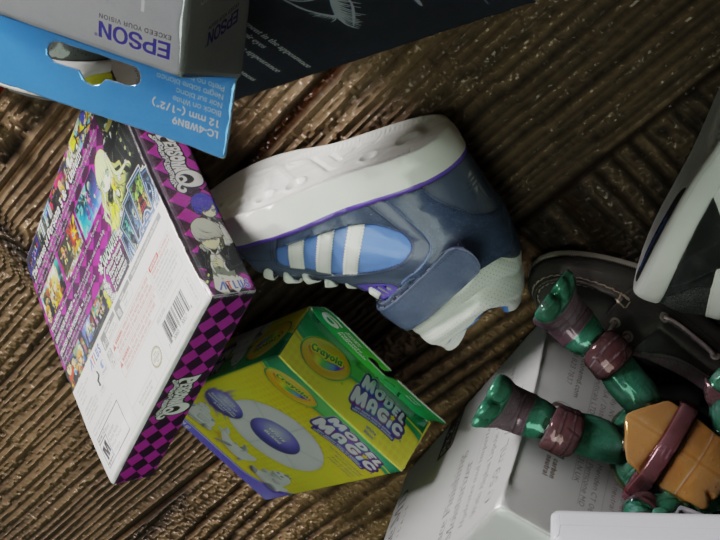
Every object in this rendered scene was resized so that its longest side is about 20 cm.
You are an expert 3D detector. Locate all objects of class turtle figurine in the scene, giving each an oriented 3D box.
[{"bbox_3d":[0.168,0.095,0.769,0.199,0.150,0.101,31,152,10],"label":"turtle figurine"}]

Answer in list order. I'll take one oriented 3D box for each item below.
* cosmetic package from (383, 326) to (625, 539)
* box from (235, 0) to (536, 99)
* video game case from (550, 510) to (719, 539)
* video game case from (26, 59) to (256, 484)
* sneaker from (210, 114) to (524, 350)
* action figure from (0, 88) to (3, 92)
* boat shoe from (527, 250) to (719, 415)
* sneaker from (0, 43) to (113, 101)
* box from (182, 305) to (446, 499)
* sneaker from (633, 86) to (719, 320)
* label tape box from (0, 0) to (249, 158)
[{"bbox_3d":[0.121,0.175,0.895,0.164,0.165,0.200,31,132,-6],"label":"cosmetic package"},{"bbox_3d":[-0.033,-0.174,0.666,0.198,0.105,0.148,-13,156,30],"label":"box"},{"bbox_3d":[0.200,0.179,0.725,0.198,0.022,0.183,-1,139,10],"label":"video game case"},{"bbox_3d":[-0.143,0.002,0.873,0.182,0.036,0.201,62,141,28],"label":"video game case"},{"bbox_3d":[0.000,0.000,0.854,0.198,0.081,0.147,-16,117,26],"label":"sneaker"},{"bbox_3d":[-0.333,-0.128,0.880,0.199,0.099,0.065,30,133,0],"label":"action figure"},{"bbox_3d":[0.185,0.055,0.839,0.199,0.057,0.067,29,134,-3],"label":"boat shoe"},{"bbox_3d":[-0.223,-0.161,0.833,0.198,0.074,0.085,18,106,18],"label":"sneaker"},{"bbox_3d":[-0.041,0.091,0.942,0.117,0.049,0.199,44,144,-16],"label":"box"},{"bbox_3d":[0.226,-0.042,0.738,0.111,0.073,0.201,20,142,2],"label":"sneaker"},{"bbox_3d":[-0.118,-0.140,0.572,0.142,0.066,0.202,20,124,13],"label":"label tape box"}]
